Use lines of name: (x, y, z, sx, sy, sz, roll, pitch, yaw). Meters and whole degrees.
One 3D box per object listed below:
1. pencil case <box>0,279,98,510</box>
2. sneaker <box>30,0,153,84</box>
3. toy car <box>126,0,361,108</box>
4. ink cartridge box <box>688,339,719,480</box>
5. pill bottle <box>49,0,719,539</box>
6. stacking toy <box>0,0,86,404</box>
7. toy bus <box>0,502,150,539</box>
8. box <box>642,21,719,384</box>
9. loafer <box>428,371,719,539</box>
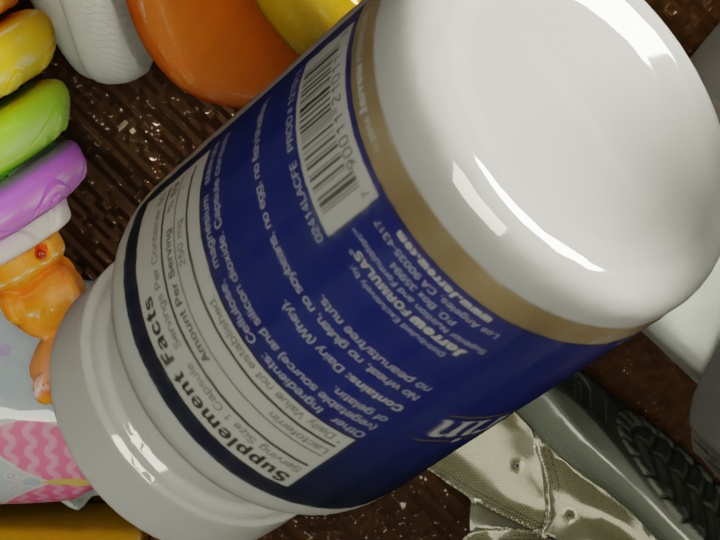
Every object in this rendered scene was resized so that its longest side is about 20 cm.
pencil case: (-0.156, 0.042, 0.878, 0.198, 0.091, 0.084, 2, 71, -3)
sneaker: (-0.130, -0.151, 0.866, 0.088, 0.075, 0.201, -19, 96, 18)
toy car: (-0.014, -0.139, 0.815, 0.175, 0.149, 0.201, 38, 55, -31)
ink cartridge box: (0.207, 0.028, 0.680, 0.199, 0.084, 0.147, 24, 95, -6)
pill bottle: (0.000, 0.000, 0.731, 0.116, 0.116, 0.200, 47, 134, -7)
stacking toy: (-0.125, -0.040, 0.809, 0.109, 0.116, 0.201, -19, 105, 43)
toy bus: (-0.174, 0.122, 0.897, 0.198, 0.065, 0.079, 2, 98, -1)
box: (0.190, -0.022, 0.817, 0.171, 0.199, 0.200, 39, 94, -6)
loafer: (0.069, 0.078, 0.899, 0.200, 0.075, 0.070, 45, 107, -2)
